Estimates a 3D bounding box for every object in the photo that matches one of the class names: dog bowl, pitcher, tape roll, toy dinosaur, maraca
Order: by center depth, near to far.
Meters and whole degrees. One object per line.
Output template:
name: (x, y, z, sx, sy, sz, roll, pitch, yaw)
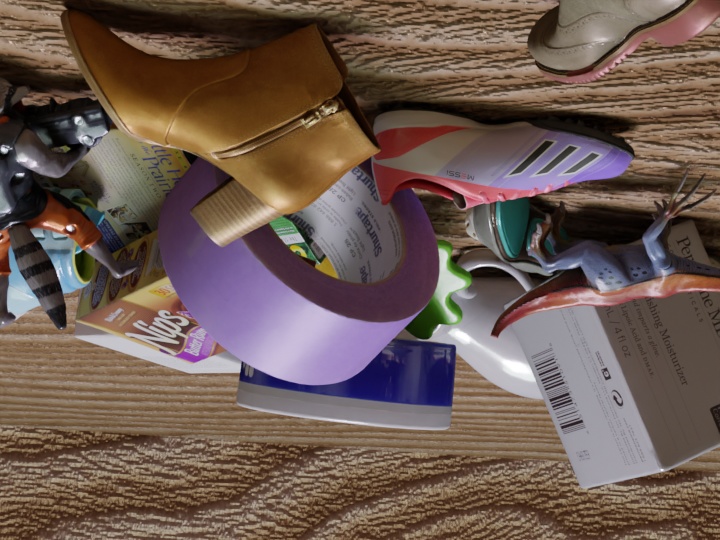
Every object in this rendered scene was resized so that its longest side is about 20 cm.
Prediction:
tape roll: (-0.045, -0.021, 1.375, 0.199, 0.201, 0.085, 13, 137, -35)
toy dinosaur: (0.236, 0.001, 1.554, 0.181, 0.201, 0.105, 27, -169, 13)
maraca: (0.000, 0.000, 1.661, 0.199, 0.107, 0.138, 15, 133, 5)
dog bowl: (-0.012, 0.096, 1.707, 0.199, 0.079, 0.200, 7, 179, 0)
pitcher: (0.160, 0.049, 1.895, 0.199, 0.122, 0.172, 20, 148, -18)

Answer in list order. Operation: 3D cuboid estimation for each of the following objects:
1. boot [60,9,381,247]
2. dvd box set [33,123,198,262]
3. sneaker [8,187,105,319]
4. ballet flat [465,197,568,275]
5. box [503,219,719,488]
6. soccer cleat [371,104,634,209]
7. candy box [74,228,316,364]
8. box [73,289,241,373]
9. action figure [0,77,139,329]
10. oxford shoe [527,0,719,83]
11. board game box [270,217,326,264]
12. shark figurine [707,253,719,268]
boot: (-0.090, -0.127, 1.233, 0.144, 0.201, 0.071, -35, -166, 13)
dvd box set: (-0.197, -0.065, 1.495, 0.199, 0.029, 0.147, -4, 133, 33)
sneaker: (-0.278, -0.061, 1.471, 0.130, 0.080, 0.201, -16, 118, 22)
ballet flat: (0.123, -0.037, 1.600, 0.063, 0.068, 0.200, 8, 170, 25)
box: (0.254, 0.082, 1.710, 0.130, 0.200, 0.200, -22, 175, -18)
soccer cleat: (0.107, -0.077, 1.394, 0.199, 0.074, 0.068, 5, 167, -4)
candy box: (-0.136, 0.017, 1.489, 0.116, 0.057, 0.200, 22, 156, -27)
box: (-0.180, 0.025, 1.832, 0.097, 0.125, 0.200, -2, 166, 29)
action figure: (-0.236, -0.065, 1.378, 0.199, 0.194, 0.105, -18, -155, 14)
oxford shoe: (0.142, -0.163, 1.063, 0.075, 0.071, 0.200, 36, 159, -15)
board game box: (-0.124, -0.041, 1.623, 0.199, 0.023, 0.105, -7, 123, 45)
shark figurine: (0.357, 0.047, 1.825, 0.128, 0.215, 0.090, -22, -147, -10)
